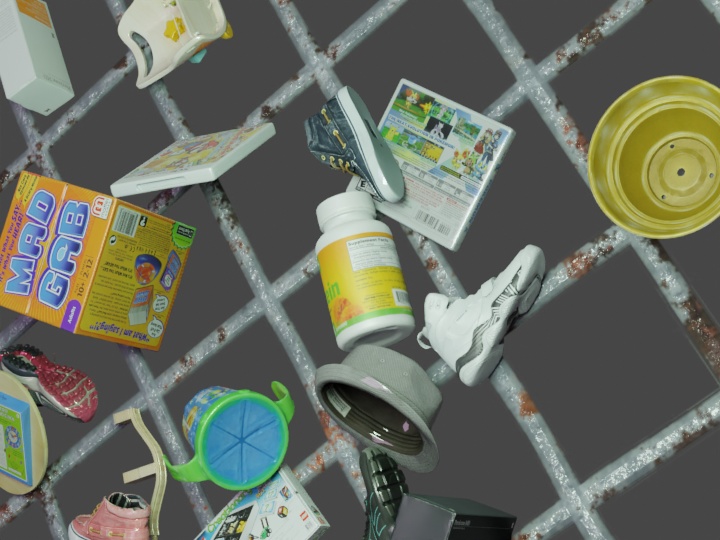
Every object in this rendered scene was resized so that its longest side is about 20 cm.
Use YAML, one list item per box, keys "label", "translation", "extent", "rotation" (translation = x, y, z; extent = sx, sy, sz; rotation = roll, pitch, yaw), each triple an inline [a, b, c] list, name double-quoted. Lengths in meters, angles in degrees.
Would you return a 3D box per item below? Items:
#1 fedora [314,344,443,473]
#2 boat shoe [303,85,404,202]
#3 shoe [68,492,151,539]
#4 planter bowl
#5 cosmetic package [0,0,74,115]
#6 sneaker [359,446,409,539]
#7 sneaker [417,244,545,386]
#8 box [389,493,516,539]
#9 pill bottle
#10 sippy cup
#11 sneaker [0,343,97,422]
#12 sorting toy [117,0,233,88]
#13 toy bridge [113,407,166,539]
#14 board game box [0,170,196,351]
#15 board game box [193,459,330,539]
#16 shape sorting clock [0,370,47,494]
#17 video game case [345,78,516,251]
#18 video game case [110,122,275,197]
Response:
- label: "fedora"
  translation: [0.038, 0.169, 1.670]
  extent: [0.198, 0.178, 0.091]
  rotation: [28, 60, 15]
- label: "boat shoe"
  translation: [-0.010, -0.157, 1.775]
  extent: [0.091, 0.071, 0.202]
  rotation: [-36, 57, 20]
- label: "shoe"
  translation: [-0.364, 0.366, 1.852]
  extent: [0.199, 0.071, 0.092]
  rotation: [9, 97, 51]
- label: "planter bowl"
  translation: [0.387, -0.130, 1.558]
  extent: [0.198, 0.083, 0.203]
  rotation: [-7, 76, 28]
- label: "cosmetic package"
  translation: [-0.561, -0.372, 2.129]
  extent: [0.071, 0.101, 0.202]
  rotation: [-29, 68, 20]
- label: "sneaker"
  translation: [0.029, 0.333, 1.660]
  extent: [0.079, 0.075, 0.202]
  rotation: [-27, 75, 31]
- label: "sneaker"
  translation: [0.154, 0.040, 1.657]
  extent: [0.114, 0.075, 0.202]
  rotation: [32, 99, 27]
- label: "box"
  translation: [0.106, 0.354, 1.546]
  extent: [0.078, 0.199, 0.143]
  rotation: [18, 88, 30]
- label: "pill bottle"
  translation: [0.000, 0.000, 1.731]
  extent: [0.110, 0.111, 0.202]
  rotation: [-23, 69, 23]
- label: "sippy cup"
  translation: [-0.186, 0.223, 1.769]
  extent: [0.130, 0.176, 0.142]
  rotation: [17, 100, 61]
- label: "sneaker"
  translation: [-0.488, 0.187, 1.994]
  extent: [0.199, 0.080, 0.076]
  rotation: [27, 121, 31]
- label: "sorting toy"
  translation: [-0.310, -0.383, 1.999]
  extent: [0.179, 0.106, 0.202]
  rotation: [-34, 66, 27]
- label: "toy bridge"
  translation: [-0.323, 0.304, 1.896]
  extent: [0.067, 0.027, 0.203]
  rotation: [-21, 71, 24]
- label: "board game box"
  translation: [-0.406, -0.011, 1.909]
  extent: [0.198, 0.199, 0.202]
  rotation: [16, 87, 30]
- label: "board game box"
  translation: [-0.148, 0.377, 1.778]
  extent: [0.200, 0.035, 0.127]
  rotation: [-47, 61, 13]
- label: "shape sorting clock"
  translation: [-0.558, 0.255, 2.003]
  extent: [0.198, 0.039, 0.203]
  rotation: [15, 114, 36]
- label: "video game case"
  translation: [0.095, -0.149, 1.762]
  extent: [0.199, 0.022, 0.184]
  rotation: [29, 95, 31]
- label: "video game case"
  translation: [-0.244, -0.165, 1.867]
  extent: [0.180, 0.200, 0.023]
  rotation: [-7, 111, 28]
